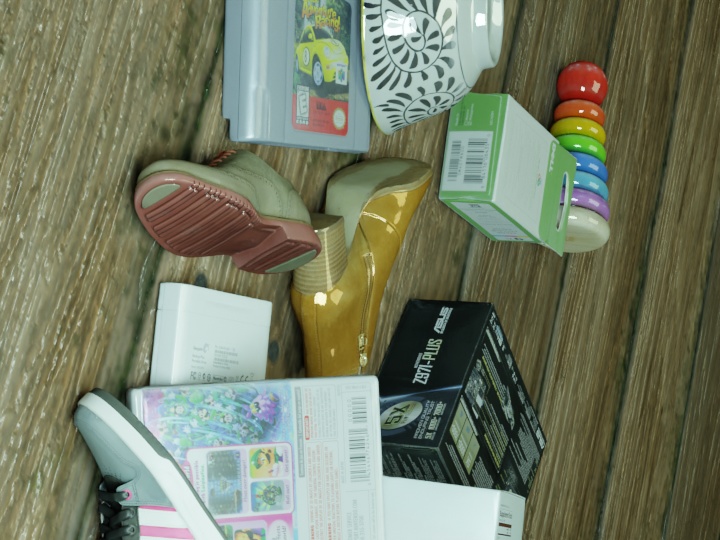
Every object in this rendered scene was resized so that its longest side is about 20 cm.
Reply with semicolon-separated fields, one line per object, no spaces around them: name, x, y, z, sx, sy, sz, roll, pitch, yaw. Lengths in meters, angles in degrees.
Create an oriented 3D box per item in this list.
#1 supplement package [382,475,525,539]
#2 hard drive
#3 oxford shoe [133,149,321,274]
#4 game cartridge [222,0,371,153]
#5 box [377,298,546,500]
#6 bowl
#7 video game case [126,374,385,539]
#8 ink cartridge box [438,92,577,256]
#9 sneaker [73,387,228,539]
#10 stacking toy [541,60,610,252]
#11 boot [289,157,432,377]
supplement package;0.014;0.257;1.461;0.147;0.189;0.202;35;62;-74
hard drive;-0.112;0.116;1.400;0.132;0.026;0.202;15;79;-63
oxford shoe;-0.102;-0.052;1.385;0.200;0.070;0.075;27;42;-60
game cartridge;-0.044;-0.162;1.505;0.200;0.041;0.135;-2;91;-64
box;0.084;0.152;1.733;0.165;0.085;0.201;-67;147;-35
bowl;0.067;-0.212;1.610;0.201;0.093;0.203;2;90;-77
video game case;-0.070;0.177;1.346;0.180;0.024;0.202;-2;88;-20
ink cartridge box;0.143;-0.089;1.859;0.200;0.059;0.105;30;66;-61
sneaker;-0.157;0.188;1.265;0.120;0.084;0.201;-35;95;-19
stacking toy;0.226;-0.124;2.007;0.085;0.085;0.202;45;49;-56
boot;0.000;0.000;1.585;0.201;0.070;0.145;-39;133;-52
